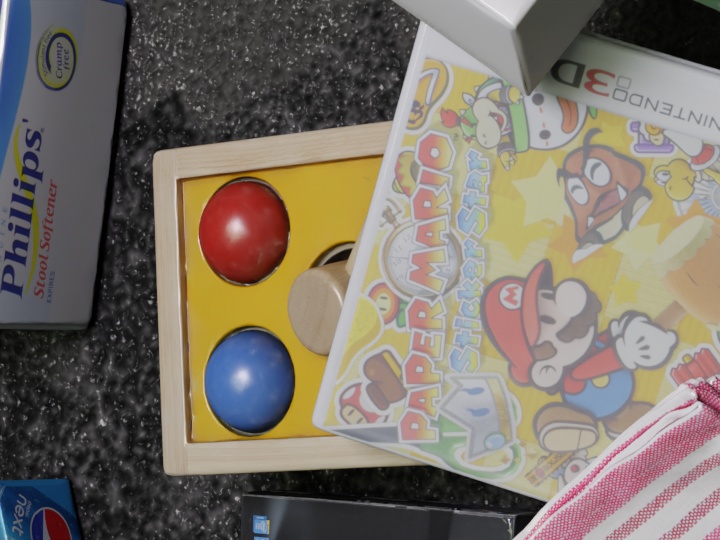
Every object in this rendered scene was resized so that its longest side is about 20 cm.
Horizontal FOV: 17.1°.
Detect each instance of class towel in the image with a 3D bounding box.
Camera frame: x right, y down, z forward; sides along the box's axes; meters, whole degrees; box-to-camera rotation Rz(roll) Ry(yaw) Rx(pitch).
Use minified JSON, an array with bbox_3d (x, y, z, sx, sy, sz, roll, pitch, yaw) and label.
[{"bbox_3d":[0.166,0.154,1.025,0.200,0.030,0.146,41,114,-6],"label":"towel"}]

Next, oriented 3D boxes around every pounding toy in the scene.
[{"bbox_3d":[0.000,0.000,1.125,0.199,0.142,0.185,-5,85,32],"label":"pounding toy"}]

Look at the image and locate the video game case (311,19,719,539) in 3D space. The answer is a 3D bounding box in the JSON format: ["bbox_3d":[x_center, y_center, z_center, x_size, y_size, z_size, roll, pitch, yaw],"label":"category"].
[{"bbox_3d":[0.090,0.001,1.023,0.181,0.023,0.201,17,106,5],"label":"video game case"}]

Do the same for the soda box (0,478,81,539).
[{"bbox_3d":[-0.245,0.173,1.319,0.199,0.064,0.068,-21,76,30],"label":"soda box"}]

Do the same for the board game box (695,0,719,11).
[{"bbox_3d":[0.209,-0.120,0.964,0.134,0.200,0.029,0,86,32],"label":"board game box"}]

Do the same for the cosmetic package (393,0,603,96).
[{"bbox_3d":[0.084,-0.186,0.963,0.107,0.085,0.200,38,85,16],"label":"cosmetic package"}]

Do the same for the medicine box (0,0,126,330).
[{"bbox_3d":[-0.241,-0.070,1.306,0.199,0.103,0.183,8,92,32],"label":"medicine box"}]

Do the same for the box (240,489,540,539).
[{"bbox_3d":[0.015,0.211,1.158,0.157,0.050,0.201,2,88,34],"label":"box"}]
